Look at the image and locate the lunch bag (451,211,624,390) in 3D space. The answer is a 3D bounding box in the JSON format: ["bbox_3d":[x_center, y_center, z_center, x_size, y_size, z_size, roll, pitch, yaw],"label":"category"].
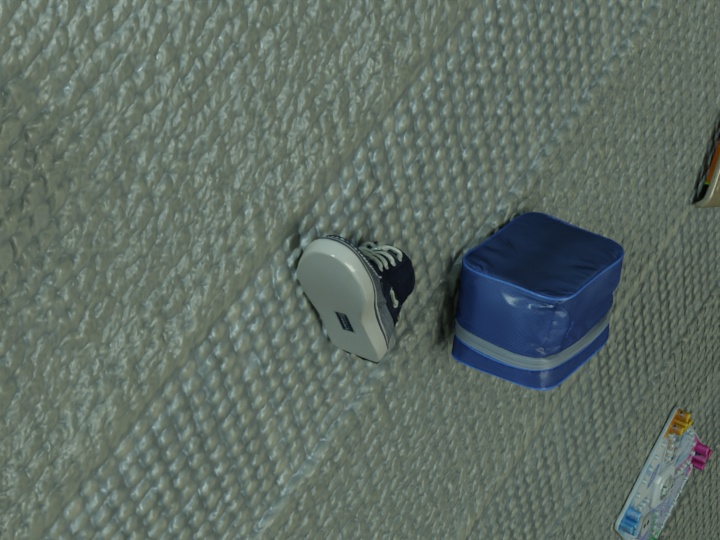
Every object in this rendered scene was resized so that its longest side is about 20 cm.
[{"bbox_3d":[0.188,0.036,2.134,0.200,0.135,0.133,-31,137,-50],"label":"lunch bag"}]

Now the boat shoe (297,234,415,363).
[{"bbox_3d":[0.000,0.000,1.850,0.093,0.074,0.200,-62,161,-23],"label":"boat shoe"}]

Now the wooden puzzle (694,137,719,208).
[{"bbox_3d":[0.511,-0.177,2.669,0.185,0.037,0.201,-6,120,-60],"label":"wooden puzzle"}]

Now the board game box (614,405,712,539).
[{"bbox_3d":[0.445,0.317,2.936,0.201,0.026,0.200,-62,152,-11],"label":"board game box"}]
